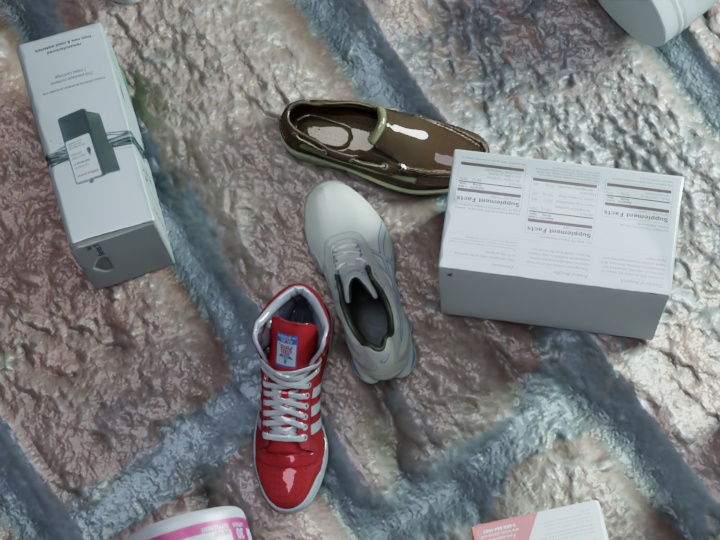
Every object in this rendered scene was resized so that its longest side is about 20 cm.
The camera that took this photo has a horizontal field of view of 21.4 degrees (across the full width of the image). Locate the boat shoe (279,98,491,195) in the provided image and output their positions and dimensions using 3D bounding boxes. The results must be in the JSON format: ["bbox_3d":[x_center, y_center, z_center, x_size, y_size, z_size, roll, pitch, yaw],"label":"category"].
[{"bbox_3d":[0.022,-0.118,1.767,0.201,0.075,0.075,8,75,5],"label":"boat shoe"}]

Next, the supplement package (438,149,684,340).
[{"bbox_3d":[0.174,-0.020,1.689,0.199,0.156,0.111,8,74,5],"label":"supplement package"}]

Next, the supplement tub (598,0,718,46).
[{"bbox_3d":[0.313,-0.318,1.775,0.200,0.132,0.132,-40,76,-6],"label":"supplement tub"}]

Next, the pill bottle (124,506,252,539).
[{"bbox_3d":[-0.128,0.314,1.639,0.113,0.113,0.201,-17,75,-1],"label":"pill bottle"}]

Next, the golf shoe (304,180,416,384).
[{"bbox_3d":[0.000,0.000,1.726,0.078,0.097,0.201,-22,73,-1],"label":"golf shoe"}]

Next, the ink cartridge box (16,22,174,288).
[{"bbox_3d":[-0.239,-0.102,1.743,0.083,0.147,0.201,-16,75,-2],"label":"ink cartridge box"}]

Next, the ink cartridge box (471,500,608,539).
[{"bbox_3d":[0.172,0.311,1.645,0.116,0.068,0.201,-12,73,1],"label":"ink cartridge box"}]

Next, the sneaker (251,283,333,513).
[{"bbox_3d":[-0.062,0.109,1.690,0.071,0.113,0.201,3,75,5],"label":"sneaker"}]

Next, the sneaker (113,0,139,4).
[{"bbox_3d":[-0.215,-0.365,1.845,0.072,0.085,0.201,4,74,6],"label":"sneaker"}]
